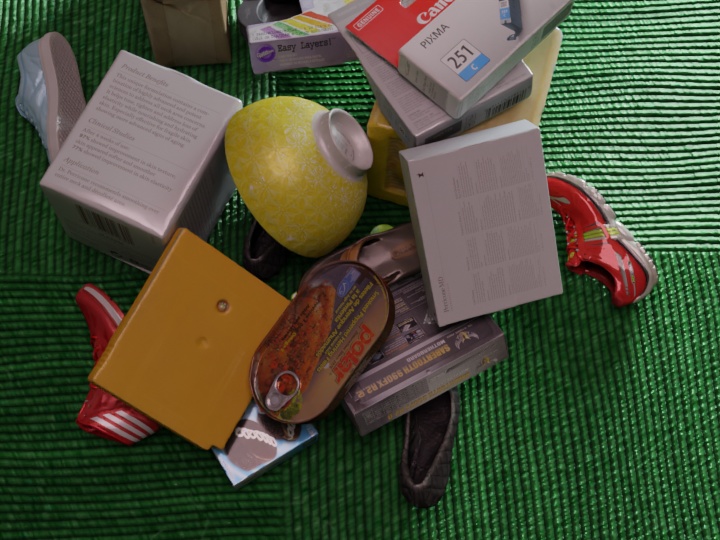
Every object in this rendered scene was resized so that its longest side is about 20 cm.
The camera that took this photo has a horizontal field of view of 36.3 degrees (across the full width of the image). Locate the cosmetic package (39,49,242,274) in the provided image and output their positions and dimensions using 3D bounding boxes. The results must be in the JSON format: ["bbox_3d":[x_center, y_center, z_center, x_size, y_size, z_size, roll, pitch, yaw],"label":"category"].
[{"bbox_3d":[-0.254,-0.121,1.340,0.167,0.166,0.201,24,70,8],"label":"cosmetic package"}]

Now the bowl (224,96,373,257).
[{"bbox_3d":[-0.051,-0.128,1.273,0.107,0.200,0.201,-30,66,30],"label":"bowl"}]

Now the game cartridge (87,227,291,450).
[{"bbox_3d":[-0.184,0.082,1.246,0.176,0.032,0.200,37,73,-23],"label":"game cartridge"}]

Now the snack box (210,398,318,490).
[{"bbox_3d":[-0.149,0.144,1.306,0.116,0.037,0.200,-30,72,-13],"label":"snack box"}]

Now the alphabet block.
[{"bbox_3d":[0.123,-0.194,1.366,0.196,0.195,0.201,15,69,7],"label":"alphabet block"}]

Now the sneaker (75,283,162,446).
[{"bbox_3d":[-0.305,0.117,1.293,0.115,0.078,0.200,-35,72,-15],"label":"sneaker"}]

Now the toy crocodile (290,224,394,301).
[{"bbox_3d":[0.000,0.000,1.351,0.200,0.068,0.062,-32,79,-13],"label":"toy crocodile"}]

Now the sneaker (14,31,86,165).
[{"bbox_3d":[-0.406,-0.205,1.433,0.082,0.074,0.201,-17,72,24],"label":"sneaker"}]

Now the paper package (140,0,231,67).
[{"bbox_3d":[-0.231,-0.395,1.436,0.103,0.191,0.201,-4,70,-3],"label":"paper package"}]

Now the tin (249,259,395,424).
[{"bbox_3d":[-0.041,0.082,1.233,0.112,0.042,0.200,38,92,27],"label":"tin"}]

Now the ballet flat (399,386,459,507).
[{"bbox_3d":[0.082,0.177,1.273,0.066,0.057,0.201,2,56,5],"label":"ballet flat"}]

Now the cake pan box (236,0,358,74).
[{"bbox_3d":[-0.061,-0.331,1.448,0.199,0.052,0.185,-8,37,-3],"label":"cake pan box"}]

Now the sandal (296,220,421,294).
[{"bbox_3d":[0.013,-0.001,1.289,0.199,0.055,0.082,-25,82,-9],"label":"sandal"}]

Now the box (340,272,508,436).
[{"bbox_3d":[0.050,0.082,1.296,0.199,0.048,0.159,-28,49,-9],"label":"box"}]

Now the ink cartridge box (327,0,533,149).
[{"bbox_3d":[0.078,-0.247,1.265,0.160,0.047,0.200,-29,66,-12],"label":"ink cartridge box"}]

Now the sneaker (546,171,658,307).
[{"bbox_3d":[0.283,-0.039,1.372,0.085,0.077,0.200,-37,73,-9],"label":"sneaker"}]

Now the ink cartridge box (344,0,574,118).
[{"bbox_3d":[0.111,-0.292,1.235,0.176,0.045,0.200,41,71,16],"label":"ink cartridge box"}]

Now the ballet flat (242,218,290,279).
[{"bbox_3d":[-0.098,-0.081,1.386,0.066,0.057,0.201,14,69,3],"label":"ballet flat"}]

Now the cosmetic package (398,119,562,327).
[{"bbox_3d":[0.135,-0.052,1.227,0.150,0.052,0.201,-15,112,-8],"label":"cosmetic package"}]
